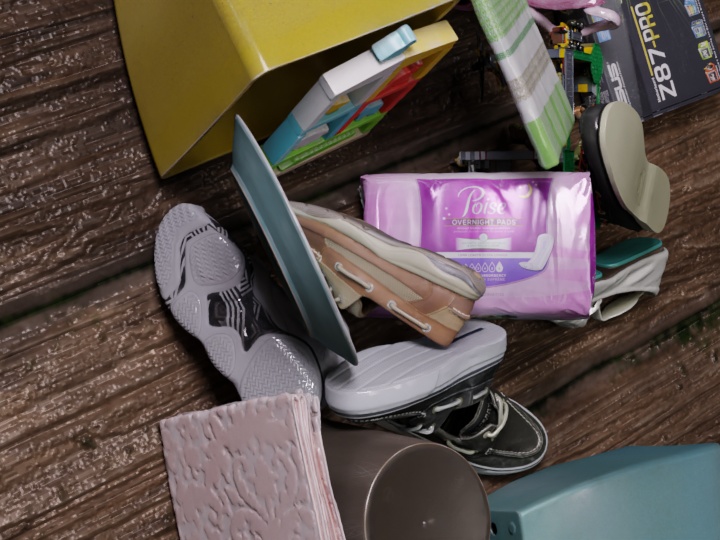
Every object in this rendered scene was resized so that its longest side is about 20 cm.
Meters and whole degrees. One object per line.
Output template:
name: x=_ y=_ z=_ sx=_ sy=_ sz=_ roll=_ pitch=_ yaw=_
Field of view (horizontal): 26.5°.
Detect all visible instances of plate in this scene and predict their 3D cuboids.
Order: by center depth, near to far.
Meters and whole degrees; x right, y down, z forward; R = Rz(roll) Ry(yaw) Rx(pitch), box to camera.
plate: x=-0.055 y=-0.017 z=1.107 sx=0.025 sy=0.200 sz=0.201 roll=-26 pitch=99 yaw=-5

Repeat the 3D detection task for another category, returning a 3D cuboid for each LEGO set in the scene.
LEGO set: x=0.146 y=-0.121 z=1.373 sx=0.154 sy=0.115 sz=0.202 roll=-25 pitch=113 yaw=-63

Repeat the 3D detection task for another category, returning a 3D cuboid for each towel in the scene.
towel: x=-0.072 y=0.188 z=1.105 sx=0.032 sy=0.199 sz=0.193 roll=-10 pitch=87 yaw=-36
towel: x=0.114 y=-0.186 z=1.213 sx=0.201 sy=0.030 sz=0.149 roll=66 pitch=21 yaw=-11

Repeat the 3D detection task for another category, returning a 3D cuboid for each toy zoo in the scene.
toy zoo: x=-0.005 y=-0.135 z=1.200 sx=0.131 sy=0.200 sz=0.021 roll=-28 pitch=83 yaw=-34

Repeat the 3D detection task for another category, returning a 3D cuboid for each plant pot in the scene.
plant pot: x=-0.081 y=-0.214 z=1.176 sx=0.199 sy=0.200 sz=0.177 roll=-26 pitch=85 yaw=-34
plant pot: x=0.201 y=0.237 z=1.324 sx=0.198 sy=0.141 sz=0.143 roll=-7 pitch=86 yaw=-27

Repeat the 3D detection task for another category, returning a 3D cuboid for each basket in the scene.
basket: x=-0.006 y=0.190 z=1.148 sx=0.135 sy=0.199 sz=0.182 roll=-4 pitch=86 yaw=-34

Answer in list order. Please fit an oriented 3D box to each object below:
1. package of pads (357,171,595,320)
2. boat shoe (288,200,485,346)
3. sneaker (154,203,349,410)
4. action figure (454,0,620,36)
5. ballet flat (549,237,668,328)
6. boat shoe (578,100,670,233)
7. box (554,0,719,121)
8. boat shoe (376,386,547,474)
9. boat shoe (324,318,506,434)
package of pads: x=0.095 y=-0.021 z=1.268 sx=0.198 sy=0.076 sz=0.122 roll=0 pitch=85 yaw=8
boat shoe: x=0.000 y=0.000 z=1.204 sx=0.076 sy=0.199 sz=0.072 roll=14 pitch=99 yaw=-62
sneaker: x=-0.079 y=0.036 z=1.198 sx=0.201 sy=0.075 sz=0.115 roll=54 pitch=19 yaw=17
action figure: x=0.115 y=-0.255 z=1.346 sx=0.199 sy=0.133 sz=0.150 roll=-23 pitch=97 yaw=-44
ballet flat: x=0.210 y=0.019 z=1.409 sx=0.199 sy=0.069 sz=0.070 roll=-14 pitch=91 yaw=-36
boat shoe: x=0.215 y=-0.086 z=1.311 sx=0.201 sy=0.063 sz=0.074 roll=42 pitch=62 yaw=-61
box: x=0.264 y=-0.249 z=1.490 sx=0.160 sy=0.049 sz=0.202 roll=-20 pitch=95 yaw=-31
boat shoe: x=0.091 y=0.128 z=1.305 sx=0.199 sy=0.063 sz=0.071 roll=20 pitch=72 yaw=-30
boat shoe: x=0.050 y=0.094 z=1.187 sx=0.199 sy=0.072 sz=0.072 roll=-14 pitch=114 yaw=-46
